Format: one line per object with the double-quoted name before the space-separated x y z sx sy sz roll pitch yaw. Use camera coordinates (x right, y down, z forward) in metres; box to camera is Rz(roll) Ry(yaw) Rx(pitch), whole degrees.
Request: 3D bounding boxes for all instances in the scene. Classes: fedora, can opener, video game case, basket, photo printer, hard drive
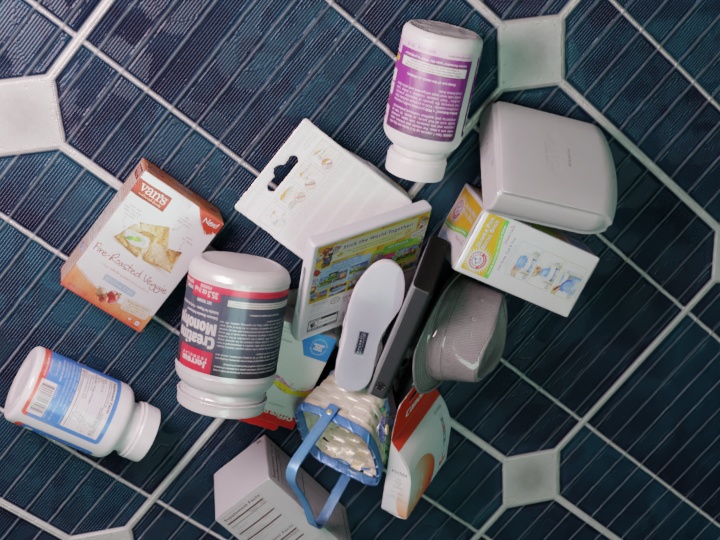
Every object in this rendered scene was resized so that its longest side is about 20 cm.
"fedora" 0.156 0.095 1.728 0.089 0.201 0.178 16 139 22
"can opener" 0.100 0.108 1.796 0.052 0.067 0.202 10 106 -18
"video game case" 0.000 0.000 1.671 0.198 0.023 0.183 -19 141 -30
"basket" -0.035 0.255 1.737 0.201 0.138 0.177 -54 151 -24
"photo printer" 0.266 -0.140 1.671 0.198 0.168 0.070 12 149 -18
"hard drive" 0.068 0.066 1.696 0.033 0.140 0.201 23 125 1

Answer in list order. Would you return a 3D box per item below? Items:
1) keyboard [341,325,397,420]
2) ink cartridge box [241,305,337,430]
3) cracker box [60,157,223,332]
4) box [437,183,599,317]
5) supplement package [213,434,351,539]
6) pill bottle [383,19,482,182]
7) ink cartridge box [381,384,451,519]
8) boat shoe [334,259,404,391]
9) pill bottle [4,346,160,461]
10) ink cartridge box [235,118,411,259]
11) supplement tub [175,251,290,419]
"keyboard" 0.015 0.158 1.827 0.056 0.011 0.202 -18 117 -11
"ink cartridge box" -0.129 0.153 1.756 0.115 0.067 0.201 19 108 -20
"cracker box" -0.299 -0.033 1.638 0.133 0.058 0.201 34 102 -25
"box" 0.224 -0.030 1.733 0.198 0.113 0.102 22 107 -21
"supplement package" -0.118 0.370 1.827 0.109 0.114 0.200 -38 116 12
"pill bottle" 0.092 -0.226 1.614 0.111 0.112 0.202 6 112 -16
"ink cartridge box" 0.094 0.245 1.790 0.050 0.162 0.202 22 125 17
"boat shoe" 0.006 0.069 1.678 0.073 0.065 0.202 19 110 -11
"pill bottle" -0.388 0.195 1.689 0.199 0.112 0.113 28 105 -23
"ink cartridge box" -0.053 -0.096 1.670 0.199 0.050 0.163 36 102 -20
"supplement tub" -0.175 0.085 1.625 0.139 0.140 0.202 6 102 -16
